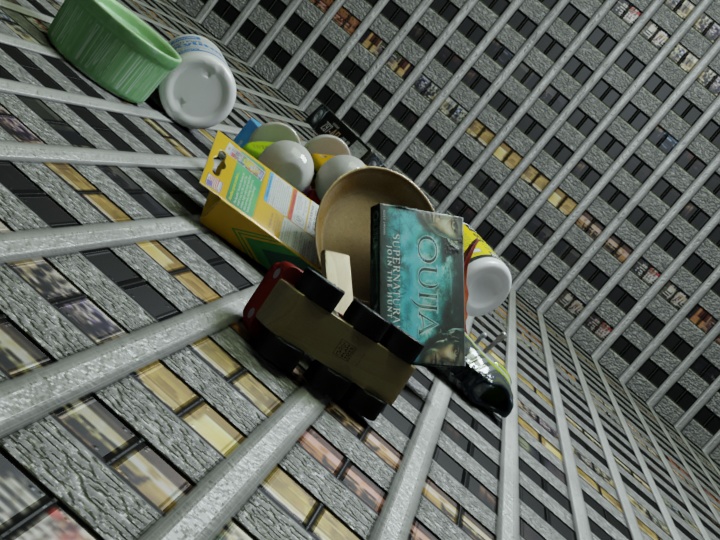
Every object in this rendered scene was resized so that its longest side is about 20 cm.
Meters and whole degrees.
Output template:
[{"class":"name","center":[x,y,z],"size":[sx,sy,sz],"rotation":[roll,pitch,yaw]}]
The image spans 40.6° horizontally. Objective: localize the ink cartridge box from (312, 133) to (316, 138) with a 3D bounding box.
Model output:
[{"class":"ink cartridge box","center":[-0.002,-0.133,1.629],"size":[0.162,0.050,0.201],"rotation":[50,-13,33]}]

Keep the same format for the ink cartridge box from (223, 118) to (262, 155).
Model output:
[{"class":"ink cartridge box","center":[-0.121,-0.149,1.646],"size":[0.145,0.084,0.200],"rotation":[33,11,-48]}]

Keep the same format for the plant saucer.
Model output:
[{"class":"plant saucer","center":[0.019,-0.034,1.272],"size":[0.200,0.201,0.035],"rotation":[36,-26,-21]}]

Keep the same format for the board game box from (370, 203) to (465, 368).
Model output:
[{"class":"board game box","center":[0.075,0.021,1.257],"size":[0.134,0.202,0.028],"rotation":[7,-13,-30]}]

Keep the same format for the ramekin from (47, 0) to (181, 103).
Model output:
[{"class":"ramekin","center":[-0.386,-0.351,1.514],"size":[0.200,0.098,0.200],"rotation":[39,9,-8]}]

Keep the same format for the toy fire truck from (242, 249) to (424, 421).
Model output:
[{"class":"toy fire truck","center":[-0.041,0.041,1.041],"size":[0.176,0.129,0.200],"rotation":[34,0,-29]}]

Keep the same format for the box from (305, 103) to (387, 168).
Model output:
[{"class":"box","center":[0.003,-0.178,1.634],"size":[0.160,0.043,0.200],"rotation":[46,3,-41]}]

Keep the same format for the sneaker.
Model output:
[{"class":"sneaker","center":[0.159,0.146,1.431],"size":[0.199,0.074,0.081],"rotation":[34,14,-24]}]

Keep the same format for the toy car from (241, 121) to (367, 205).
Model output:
[{"class":"toy car","center":[-0.089,-0.125,1.450],"size":[0.198,0.151,0.175],"rotation":[11,19,-20]}]

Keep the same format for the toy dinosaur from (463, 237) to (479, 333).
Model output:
[{"class":"toy dinosaur","center":[0.139,0.071,1.474],"size":[0.181,0.199,0.106],"rotation":[43,38,-33]}]

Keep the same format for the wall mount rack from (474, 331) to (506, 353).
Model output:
[{"class":"wall mount rack","center":[0.155,0.090,1.588],"size":[0.200,0.075,0.174],"rotation":[39,-3,-1]}]

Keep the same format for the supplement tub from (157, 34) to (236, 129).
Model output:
[{"class":"supplement tub","center":[-0.291,-0.333,1.701],"size":[0.132,0.132,0.200],"rotation":[35,11,-25]}]

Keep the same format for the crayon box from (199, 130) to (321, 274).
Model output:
[{"class":"crayon box","center":[-0.130,-0.076,1.260],"size":[0.199,0.052,0.126],"rotation":[37,33,-22]}]

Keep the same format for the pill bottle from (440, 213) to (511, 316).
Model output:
[{"class":"pill bottle","center":[0.176,-0.017,1.726],"size":[0.112,0.113,0.200],"rotation":[32,15,-36]}]
